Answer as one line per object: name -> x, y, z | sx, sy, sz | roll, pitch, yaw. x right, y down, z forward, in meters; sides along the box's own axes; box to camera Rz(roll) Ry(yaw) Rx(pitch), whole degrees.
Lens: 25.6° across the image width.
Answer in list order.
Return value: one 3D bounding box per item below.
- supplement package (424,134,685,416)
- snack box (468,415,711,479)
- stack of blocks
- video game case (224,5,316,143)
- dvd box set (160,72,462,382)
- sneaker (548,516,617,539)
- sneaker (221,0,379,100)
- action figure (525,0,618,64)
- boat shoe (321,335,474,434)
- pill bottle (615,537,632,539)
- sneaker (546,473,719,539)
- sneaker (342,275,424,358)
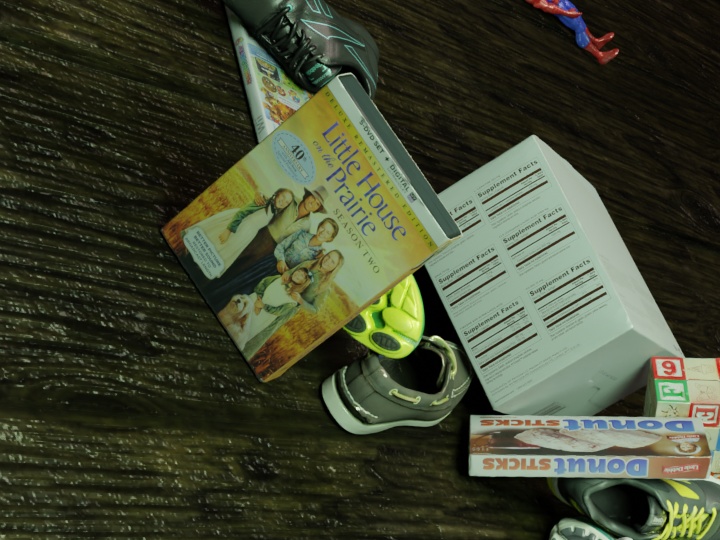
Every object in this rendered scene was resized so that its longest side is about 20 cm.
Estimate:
supplement package -> 0.169, 0.019, 1.444 | 0.191, 0.147, 0.200 | 27, 35, -62
snack box -> 0.191, 0.149, 1.340 | 0.072, 0.199, 0.024 | -79, 169, -68
stack of blocks -> 0.312, 0.172, 1.438 | 0.115, 0.200, 0.059 | 2, 40, 2
video game case -> -0.059, -0.172, 1.496 | 0.143, 0.018, 0.200 | 24, 39, -42
dvd box set -> -0.040, -0.028, 1.171 | 0.147, 0.200, 0.029 | 56, 29, 6
sneaker -> 0.244, 0.285, 1.358 | 0.200, 0.078, 0.080 | 48, 16, 8
sneaker -> -0.052, -0.220, 1.463 | 0.200, 0.075, 0.079 | 29, 38, -35
action figure -> 0.278, -0.362, 2.177 | 0.200, 0.052, 0.066 | 32, 38, -29
boat shoe -> 0.047, 0.088, 1.311 | 0.202, 0.060, 0.072 | -8, 63, -58
pill bottle -> 0.224, 0.323, 1.251 | 0.200, 0.114, 0.114 | 56, 29, 6
sneaker -> 0.257, 0.212, 1.366 | 0.199, 0.075, 0.085 | 16, 12, -11
sneaker -> 0.000, 0.000, 1.289 | 0.084, 0.074, 0.200 | 33, 12, -47
